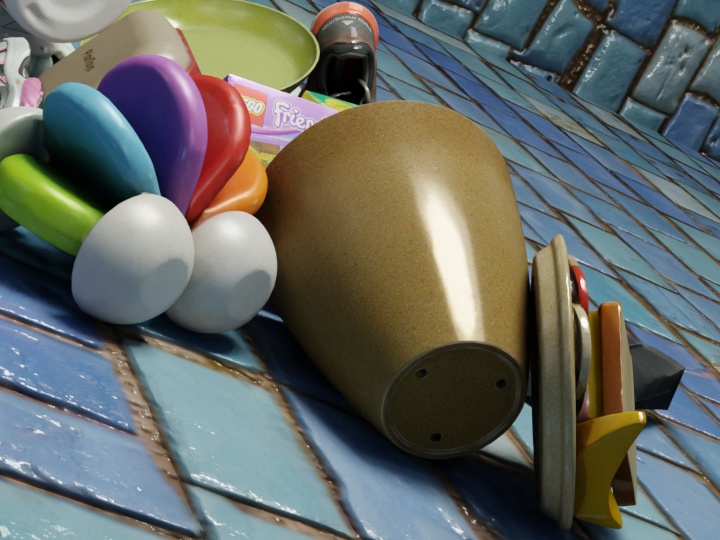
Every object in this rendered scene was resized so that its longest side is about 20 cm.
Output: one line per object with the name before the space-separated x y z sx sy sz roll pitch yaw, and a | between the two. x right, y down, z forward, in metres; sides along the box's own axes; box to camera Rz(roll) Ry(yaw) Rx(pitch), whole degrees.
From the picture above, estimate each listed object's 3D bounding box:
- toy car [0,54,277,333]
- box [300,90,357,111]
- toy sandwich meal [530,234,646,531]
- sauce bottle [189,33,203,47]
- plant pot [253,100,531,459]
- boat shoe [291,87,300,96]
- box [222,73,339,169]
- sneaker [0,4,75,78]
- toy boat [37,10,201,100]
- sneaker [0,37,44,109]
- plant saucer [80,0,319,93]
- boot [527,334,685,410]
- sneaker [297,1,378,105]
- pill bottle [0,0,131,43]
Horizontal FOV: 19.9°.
toy car | -0.136 -0.059 1.275 0.175 0.150 0.200 36 15 32
box | -0.017 -0.075 1.660 0.048 0.117 0.200 43 18 30
toy sandwich meal | 0.145 0.074 1.292 0.070 0.206 0.205 -1 13 2
sauce bottle | -0.144 -0.179 1.819 0.066 0.066 0.200 32 37 16
plant pot | 0.033 0.022 1.316 0.186 0.186 0.200 21 28 -28
boat shoe | -0.124 -0.166 1.930 0.091 0.071 0.200 12 16 -26
box | -0.022 -0.044 1.465 0.200 0.137 0.039 18 -22 -21
sneaker | -0.287 -0.182 1.627 0.080 0.071 0.200 39 16 30
toy boat | -0.166 -0.109 1.542 0.131 0.130 0.200 56 2 -23
sneaker | -0.269 -0.119 1.410 0.086 0.081 0.200 3 10 -16
plant saucer | -0.135 -0.176 1.725 0.200 0.031 0.200 3 31 -2
boot | 0.162 0.057 1.632 0.165 0.066 0.200 41 19 18
sneaker | -0.021 -0.131 1.784 0.077 0.200 0.082 -3 39 -4
pill bottle | -0.261 -0.268 1.611 0.111 0.112 0.200 17 20 -41
